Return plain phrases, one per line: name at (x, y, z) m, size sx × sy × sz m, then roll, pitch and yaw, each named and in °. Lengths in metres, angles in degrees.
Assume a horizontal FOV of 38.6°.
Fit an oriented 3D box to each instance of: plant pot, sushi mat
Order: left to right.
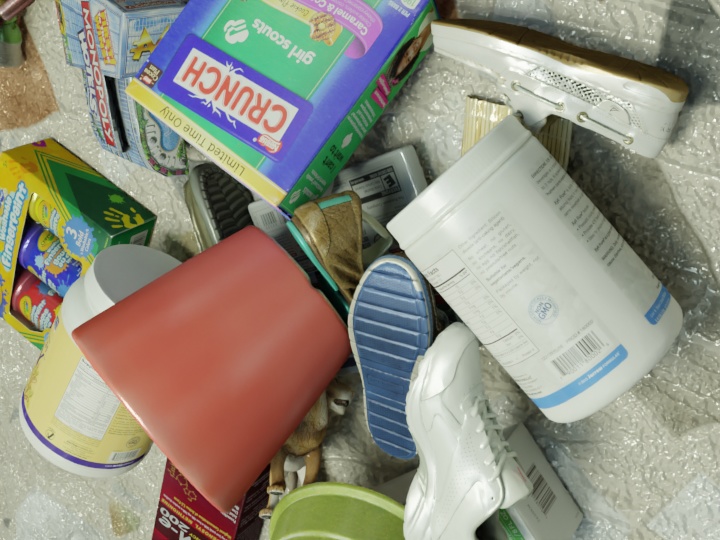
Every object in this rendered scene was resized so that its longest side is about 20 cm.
plant pot at (-0.114, 0.071, 0.873) m, size 0.201 × 0.177 × 0.201 m, roll 47°, pitch 169°, yaw 12°
plant pot at (-0.029, 0.317, 0.859) m, size 0.198 × 0.190 × 0.202 m, roll 13°, pitch 125°, yaw 19°
sushi mat at (0.119, -0.037, 0.848) m, size 0.095 × 0.012 × 0.202 m, roll 16°, pitch 116°, yaw 28°

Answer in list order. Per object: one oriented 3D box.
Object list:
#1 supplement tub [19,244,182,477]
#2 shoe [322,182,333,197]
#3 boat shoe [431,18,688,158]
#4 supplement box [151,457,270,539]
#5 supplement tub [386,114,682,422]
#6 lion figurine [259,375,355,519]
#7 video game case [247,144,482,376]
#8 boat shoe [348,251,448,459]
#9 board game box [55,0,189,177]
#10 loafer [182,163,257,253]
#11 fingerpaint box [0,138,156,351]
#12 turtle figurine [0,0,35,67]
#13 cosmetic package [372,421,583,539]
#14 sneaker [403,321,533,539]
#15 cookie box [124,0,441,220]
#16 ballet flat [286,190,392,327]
supplement tub at (-0.243, 0.090, 1.026) m, size 0.145 × 0.145 × 0.201 m, roll 39°, pitch 118°, yaw 15°
shoe at (-0.096, -0.134, 0.915) m, size 0.091 × 0.071 × 0.202 m, roll -32°, pitch 78°, yaw 41°
boat shoe at (0.136, -0.134, 0.761) m, size 0.199 × 0.071 × 0.070 m, roll 25°, pitch 119°, yaw 23°
supplement box at (-0.161, 0.251, 1.121) m, size 0.108 × 0.061 × 0.202 m, roll 29°, pitch 123°, yaw 22°
supplement tub at (0.130, 0.000, 0.767) m, size 0.200 × 0.132 × 0.132 m, roll 50°, pitch 128°, yaw -1°
lion figurine at (-0.063, 0.172, 1.001) m, size 0.072 × 0.124 × 0.200 m, roll 9°, pitch 150°, yaw -13°
video game case at (0.000, 0.000, 0.929) m, size 0.199 × 0.023 × 0.184 m, roll -15°, pitch 99°, yaw 41°
boat shoe at (0.037, 0.061, 0.857) m, size 0.072 × 0.072 × 0.202 m, roll 19°, pitch 131°, yaw 23°
board game box at (-0.213, -0.187, 0.933) m, size 0.199 × 0.061 × 0.202 m, roll 25°, pitch 125°, yaw 56°
loafer at (-0.129, -0.003, 0.989) m, size 0.069 × 0.075 × 0.202 m, roll -15°, pitch 100°, yaw 33°
fingerpaint box at (-0.326, -0.012, 1.121) m, size 0.166 × 0.073 × 0.201 m, roll 35°, pitch 124°, yaw 17°
turtle figurine at (-0.396, -0.294, 1.019) m, size 0.144 × 0.198 × 0.195 m, roll -120°, pitch 37°, yaw -45°
cosmetic package at (0.086, 0.230, 0.930) m, size 0.199 × 0.085 × 0.108 m, roll -35°, pitch 91°, yaw 37°
sneaker at (0.092, 0.139, 0.805) m, size 0.099 × 0.078 × 0.202 m, roll 11°, pitch 112°, yaw 32°
cookie box at (-0.060, -0.168, 0.818) m, size 0.171 × 0.075 × 0.201 m, roll 36°, pitch 91°, yaw 17°
ballet flat at (-0.003, -0.003, 0.853) m, size 0.068 × 0.072 × 0.201 m, roll 54°, pitch 172°, yaw 33°
